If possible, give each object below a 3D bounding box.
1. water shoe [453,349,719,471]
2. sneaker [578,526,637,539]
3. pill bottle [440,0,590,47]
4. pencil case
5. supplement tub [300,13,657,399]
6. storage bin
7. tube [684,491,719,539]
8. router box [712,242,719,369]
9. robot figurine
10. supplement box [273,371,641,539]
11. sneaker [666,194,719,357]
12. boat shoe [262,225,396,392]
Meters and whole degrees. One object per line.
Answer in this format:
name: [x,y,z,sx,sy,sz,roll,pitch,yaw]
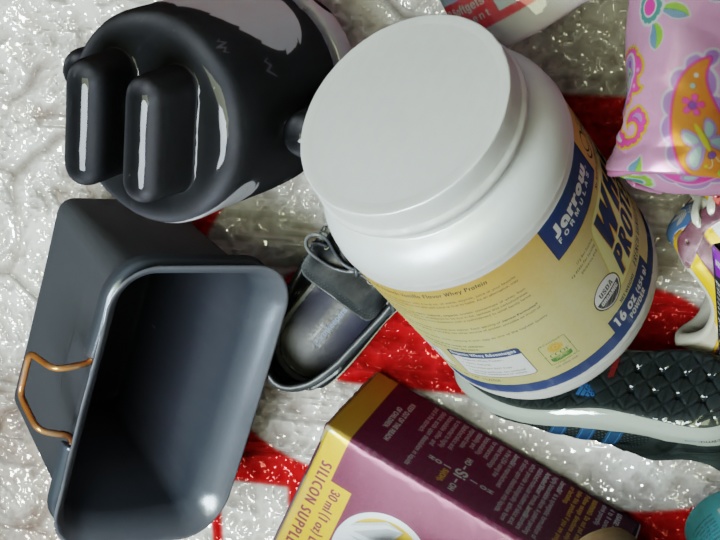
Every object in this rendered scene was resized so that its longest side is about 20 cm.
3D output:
water shoe: [0.145,0.082,1.089,0.199,0.072,0.079,13,150,37]
sneaker: [0.159,0.245,1.044,0.067,0.090,0.201,-17,129,-14]
pill bottle: [0.062,-0.228,0.999,0.108,0.109,0.201,-27,96,26]
pencil case: [0.182,-0.140,0.966,0.087,0.087,0.202,6,89,19]
supplement tub: [0.067,-0.033,0.995,0.143,0.145,0.200,-14,145,24]
storage bin: [-0.155,0.054,1.150,0.134,0.145,0.201,43,124,46]
tube: [0.239,0.203,1.027,0.077,0.200,0.051,-26,122,5]
router box: [0.295,0.046,0.985,0.198,0.051,0.150,-10,108,-4]
robot figurine: [-0.085,-0.102,1.046,0.151,0.200,0.125,52,126,8]
supplement box: [0.054,0.178,1.141,0.199,0.103,0.132,29,114,9]
sneaker: [0.217,-0.041,1.021,0.089,0.075,0.202,3,108,14]
boat shoe: [0.000,0.000,1.126,0.074,0.062,0.200,39,115,7]
